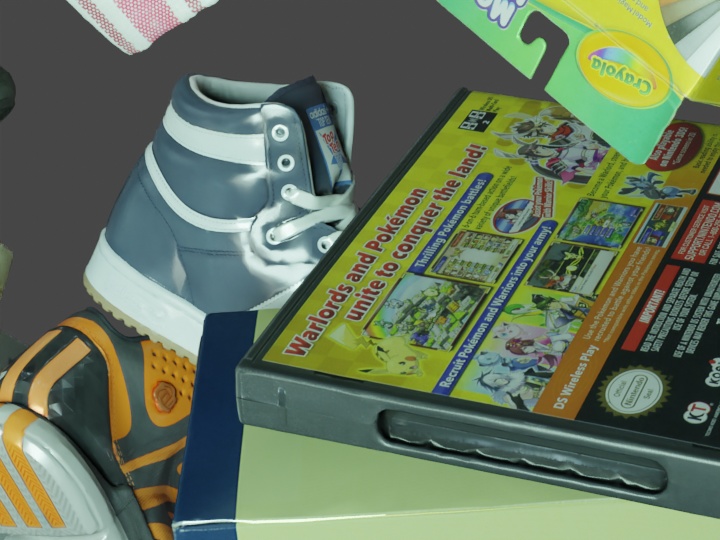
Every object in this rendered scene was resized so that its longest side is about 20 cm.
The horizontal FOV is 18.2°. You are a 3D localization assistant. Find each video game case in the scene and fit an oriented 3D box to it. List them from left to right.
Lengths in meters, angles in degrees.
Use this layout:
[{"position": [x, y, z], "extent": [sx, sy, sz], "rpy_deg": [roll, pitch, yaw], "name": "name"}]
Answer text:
[{"position": [0.082, 0.004, 0.719], "extent": [0.179, 0.200, 0.026], "rpy_deg": [10, 123, 20], "name": "video game case"}]

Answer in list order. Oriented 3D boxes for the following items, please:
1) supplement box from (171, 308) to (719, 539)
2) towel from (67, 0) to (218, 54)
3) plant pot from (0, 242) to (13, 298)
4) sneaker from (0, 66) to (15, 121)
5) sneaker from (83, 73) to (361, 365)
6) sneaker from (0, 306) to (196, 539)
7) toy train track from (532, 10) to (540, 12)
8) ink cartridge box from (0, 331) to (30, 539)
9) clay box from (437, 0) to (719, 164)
[{"position": [0.051, 0.124, 0.747], "extent": [0.198, 0.135, 0.201], "rpy_deg": [-4, 117, 3], "name": "supplement box"}, {"position": [-0.060, -0.165, 0.784], "extent": [0.199, 0.030, 0.146], "rpy_deg": [-29, 125, 28], "name": "towel"}, {"position": [-0.221, 0.045, 0.805], "extent": [0.187, 0.187, 0.201], "rpy_deg": [35, 85, 10], "name": "plant pot"}, {"position": [-0.230, -0.083, 0.899], "extent": [0.199, 0.074, 0.080], "rpy_deg": [6, 102, 22], "name": "sneaker"}, {"position": [0.000, 0.000, 0.825], "extent": [0.199, 0.070, 0.109], "rpy_deg": [27, 109, 11], "name": "sneaker"}, {"position": [-0.072, 0.101, 0.871], "extent": [0.077, 0.112, 0.201], "rpy_deg": [1, 127, 33], "name": "sneaker"}, {"position": [0.144, -0.112, 0.750], "extent": [0.199, 0.032, 0.116], "rpy_deg": [-6, 85, 33], "name": "toy train track"}, {"position": [-0.220, 0.124, 0.916], "extent": [0.199, 0.057, 0.164], "rpy_deg": [-14, 59, 23], "name": "ink cartridge box"}, {"position": [0.114, -0.144, 0.722], "extent": [0.115, 0.047, 0.201], "rpy_deg": [43, 113, 27], "name": "clay box"}]
